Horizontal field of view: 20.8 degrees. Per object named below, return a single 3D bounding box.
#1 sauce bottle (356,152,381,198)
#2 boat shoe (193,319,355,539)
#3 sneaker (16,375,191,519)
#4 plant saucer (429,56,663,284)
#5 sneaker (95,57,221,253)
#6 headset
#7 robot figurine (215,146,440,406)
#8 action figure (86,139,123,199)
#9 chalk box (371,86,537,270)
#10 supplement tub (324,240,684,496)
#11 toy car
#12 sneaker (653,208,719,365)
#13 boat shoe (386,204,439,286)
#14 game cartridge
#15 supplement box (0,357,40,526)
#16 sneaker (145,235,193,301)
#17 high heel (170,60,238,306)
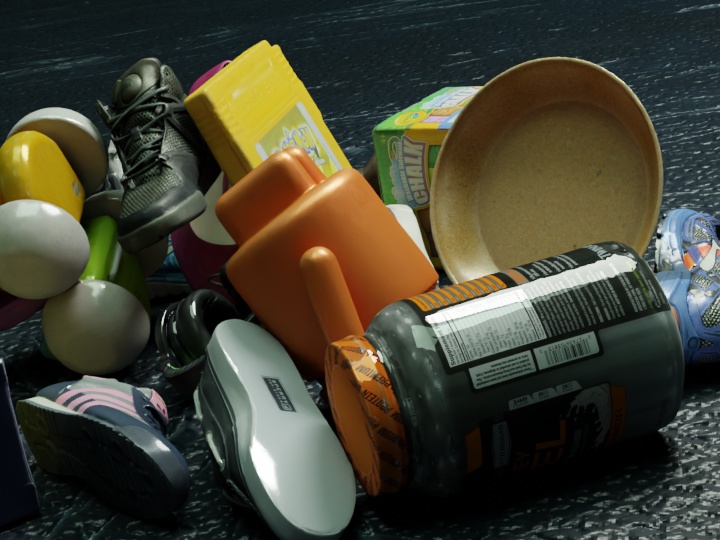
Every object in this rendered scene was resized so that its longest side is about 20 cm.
[{"bbox_3d":[0.057,-0.092,1.729,0.199,0.065,0.065,-22,14,19],"label":"sauce bottle"},{"bbox_3d":[-0.062,0.115,1.218,0.071,0.068,0.200,11,30,-31],"label":"boat shoe"},{"bbox_3d":[-0.152,0.105,1.292,0.082,0.071,0.199,-25,24,-29],"label":"sneaker"},{"bbox_3d":[0.142,-0.056,1.452,0.199,0.202,0.035,4,-5,37],"label":"plant saucer"},{"bbox_3d":[-0.164,-0.088,1.494,0.076,0.115,0.200,-25,19,17],"label":"sneaker"},{"bbox_3d":[-0.082,0.038,1.434,0.123,0.094,0.200,-40,17,9],"label":"headset"},{"bbox_3d":[-0.011,0.015,1.300,0.116,0.200,0.144,-39,2,-26],"label":"robot figurine"},{"bbox_3d":[-0.191,-0.073,1.783,0.199,0.103,0.118,0,-7,39],"label":"action figure"},{"bbox_3d":[0.092,-0.076,1.609,0.199,0.126,0.124,1,21,35],"label":"chalk box"},{"bbox_3d":[0.086,0.064,1.195,0.199,0.123,0.123,-16,19,-14],"label":"supplement tub"},{"bbox_3d":[-0.247,-0.010,1.523,0.149,0.200,0.176,-22,34,19],"label":"toy car"},{"bbox_3d":[0.239,0.017,1.354,0.078,0.076,0.200,6,27,9],"label":"sneaker"},{"bbox_3d":[0.000,0.000,1.498,0.092,0.075,0.200,-1,18,-8],"label":"boat shoe"},{"bbox_3d":[-0.054,-0.080,1.589,0.032,0.201,0.176,-25,12,23],"label":"game cartridge"},{"bbox_3d":[-0.313,0.107,1.315,0.109,0.110,0.199,-22,21,-29],"label":"supplement box"},{"bbox_3d":[-0.162,-0.027,1.657,0.199,0.091,0.078,-15,19,-16],"label":"sneaker"},{"bbox_3d":[-0.113,-0.070,1.610,0.067,0.096,0.201,8,57,-18],"label":"high heel"}]
